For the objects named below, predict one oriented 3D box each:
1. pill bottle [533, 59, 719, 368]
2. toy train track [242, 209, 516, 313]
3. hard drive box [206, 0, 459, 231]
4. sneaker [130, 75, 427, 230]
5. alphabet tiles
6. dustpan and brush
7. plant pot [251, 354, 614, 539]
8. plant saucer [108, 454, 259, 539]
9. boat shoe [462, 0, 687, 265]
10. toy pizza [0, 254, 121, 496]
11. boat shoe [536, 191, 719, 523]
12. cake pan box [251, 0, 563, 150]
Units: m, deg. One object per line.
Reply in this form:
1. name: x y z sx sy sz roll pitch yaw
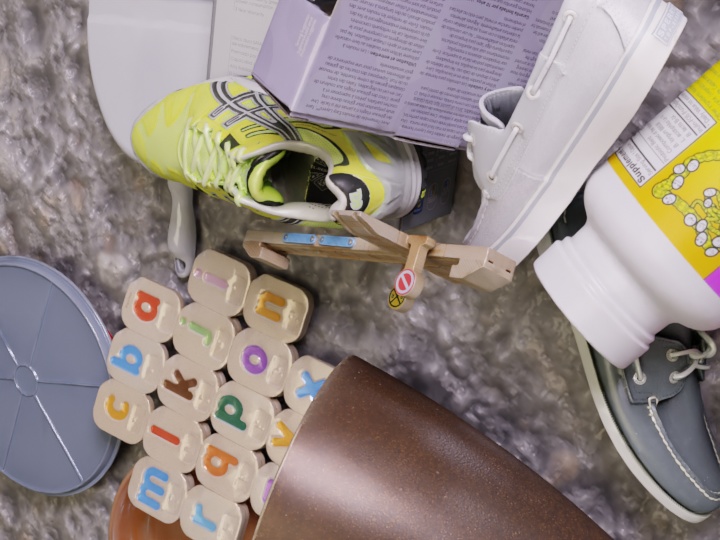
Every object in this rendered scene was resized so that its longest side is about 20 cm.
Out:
1. pill bottle: 0.185 -0.041 0.610 0.200 0.104 0.104 -42 79 15
2. toy train track: 0.000 0.000 0.667 0.199 0.114 0.033 7 76 49
3. hard drive box: -0.011 -0.143 0.751 0.155 0.077 0.202 18 111 27
4. sneaker: -0.061 -0.070 0.708 0.199 0.076 0.076 10 108 30
5. alphabet tiles: -0.101 0.093 0.865 0.194 0.015 0.202 22 101 23
6. dustpan and brush: -0.133 -0.092 0.859 0.139 0.057 0.202 12 101 30
7. plant pot: 0.052 0.175 0.743 0.198 0.187 0.188 20 112 13
8. plant saucer: -0.105 0.224 0.921 0.199 0.037 0.202 9 106 30
9. boat shoe: 0.091 -0.070 0.633 0.068 0.072 0.200 33 144 3
10. toy pizza: -0.261 0.085 0.986 0.199 0.032 0.202 9 107 30
11. boat shoe: 0.166 0.044 0.690 0.062 0.073 0.201 -29 81 37
12. cake pan box: 0.056 -0.156 0.628 0.052 0.199 0.185 42 118 43
